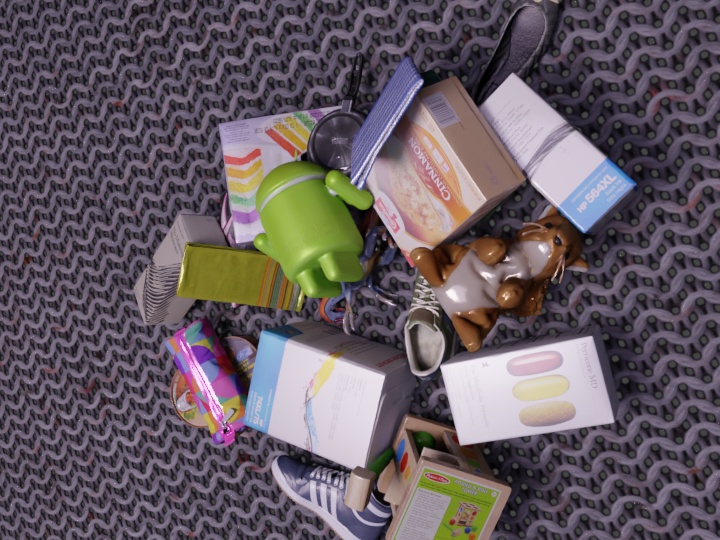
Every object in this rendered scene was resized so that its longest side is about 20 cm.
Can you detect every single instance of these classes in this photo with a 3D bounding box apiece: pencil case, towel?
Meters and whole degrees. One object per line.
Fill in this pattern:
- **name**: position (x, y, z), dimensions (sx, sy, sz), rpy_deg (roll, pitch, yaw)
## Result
- **pencil case**: position (-0.233, 0.176, 1.100), dimensions (0.088, 0.088, 0.200), rpy_deg (-35, 79, 21)
- **towel**: position (0.032, -0.186, 0.853), dimensions (0.024, 0.200, 0.145), rpy_deg (28, 111, -12)
- **towel**: position (-0.174, 0.012, 1.062), dimensions (0.018, 0.199, 0.086), rpy_deg (29, 109, 63)

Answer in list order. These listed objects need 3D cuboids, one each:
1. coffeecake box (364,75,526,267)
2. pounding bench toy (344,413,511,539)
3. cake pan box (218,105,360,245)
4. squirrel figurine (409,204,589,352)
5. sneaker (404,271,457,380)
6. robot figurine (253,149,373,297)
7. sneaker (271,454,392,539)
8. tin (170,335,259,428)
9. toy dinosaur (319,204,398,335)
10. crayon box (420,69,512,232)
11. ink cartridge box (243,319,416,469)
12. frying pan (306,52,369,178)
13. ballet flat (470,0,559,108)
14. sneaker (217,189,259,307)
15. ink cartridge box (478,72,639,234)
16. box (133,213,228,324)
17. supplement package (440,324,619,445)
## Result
- **coffeecake box**: position (0.092, -0.118, 0.883), dimensions (0.154, 0.073, 0.200), rpy_deg (58, 150, 8)
- **pounding bench toy**: position (0.071, 0.279, 0.943), dimensions (0.199, 0.156, 0.125), rpy_deg (19, 101, -10)
- **cake pan box**: position (-0.101, -0.141, 1.045), dimensions (0.199, 0.052, 0.185), rpy_deg (-7, 92, 0)
- **squirrel figurine**: position (0.187, -0.002, 0.883), dimensions (0.186, 0.200, 0.142), rpy_deg (-33, 76, 8)
- **sneaker**: position (0.101, 0.059, 0.980), dimensions (0.067, 0.090, 0.201), rpy_deg (4, 94, 24)
- **robot figurine**: position (-0.071, -0.062, 0.949), dimensions (0.175, 0.116, 0.200), rpy_deg (-38, 69, 30)
- **sneaker**: position (-0.036, 0.326, 1.066), dimensions (0.200, 0.070, 0.109), rpy_deg (37, 112, 10)
- **tin**: position (-0.233, 0.186, 1.164), dimensions (0.200, 0.042, 0.112), rpy_deg (-33, 76, 21)
- **toy dinosaur**: position (0.000, 0.000, 1.032), dimensions (0.181, 0.105, 0.201), rpy_deg (-30, 64, 33)
- **crayon box**: position (0.112, -0.154, 0.951), dimensions (0.200, 0.051, 0.126), rpy_deg (56, 146, 11)
- **ink cartridge box**: position (-0.039, 0.175, 1.018), dimensions (0.199, 0.147, 0.147), rpy_deg (16, 99, 23)
- **frying pan**: position (-0.008, -0.212, 0.993), dimensions (0.115, 0.031, 0.190), rpy_deg (31, 93, 20)
- **ballet flat**: position (0.208, -0.294, 0.930), dimensions (0.066, 0.057, 0.201), rpy_deg (29, 104, 19)
- **sneaker**: position (-0.195, -0.040, 1.123), dimensions (0.086, 0.080, 0.201), rpy_deg (5, 87, 35)
- **ink cartridge box**: position (0.245, -0.142, 0.874), dimensions (0.084, 0.146, 0.200), rpy_deg (-47, 75, 18)
- **box**: position (-0.292, 0.001, 1.125), dimensions (0.200, 0.068, 0.082), rpy_deg (-49, 56, 35)
- **supplement package**: position (0.225, 0.150, 0.920), dimensions (0.199, 0.109, 0.114), rpy_deg (-16, 87, 24)
